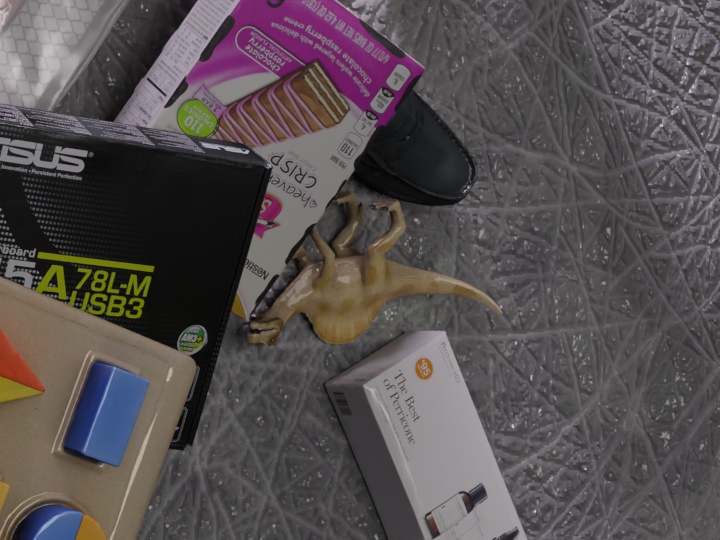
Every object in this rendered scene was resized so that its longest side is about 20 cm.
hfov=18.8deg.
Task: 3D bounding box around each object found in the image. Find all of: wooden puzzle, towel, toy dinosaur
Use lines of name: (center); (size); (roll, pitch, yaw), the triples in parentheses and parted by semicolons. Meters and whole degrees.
wooden puzzle: (-0.191, 0.109, 1.249); (0.199, 0.046, 0.187); (26, 79, -37)
towel: (-0.227, -0.197, 1.327); (0.191, 0.032, 0.201); (43, 64, -27)
toy dinosaur: (0.000, 0.000, 1.483); (0.199, 0.058, 0.102); (-10, 109, -28)

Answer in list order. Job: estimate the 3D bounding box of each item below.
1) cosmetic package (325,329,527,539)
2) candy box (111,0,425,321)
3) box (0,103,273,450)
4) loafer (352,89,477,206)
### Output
cosmetic package: (0.054, 0.149, 1.509); (0.082, 0.050, 0.201); (-32, 107, -33)
candy box: (-0.073, -0.088, 1.371); (0.136, 0.061, 0.201); (33, 95, -30)
box: (-0.170, 0.006, 1.300); (0.199, 0.048, 0.194); (9, 110, -31)
loafer: (0.009, -0.102, 1.472); (0.200, 0.070, 0.068); (33, 70, -31)
